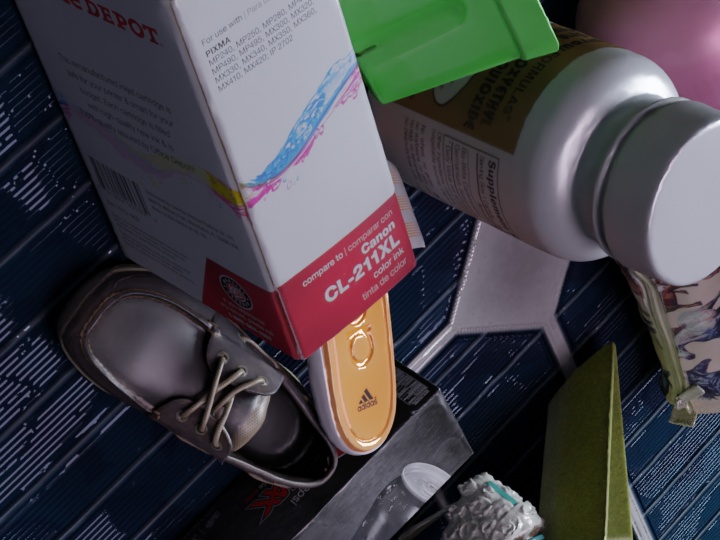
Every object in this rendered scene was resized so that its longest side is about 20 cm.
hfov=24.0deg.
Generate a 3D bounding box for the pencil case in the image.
[{"bbox_3d":[0.219,0.019,1.145,0.089,0.078,0.200,-64,143,-30],"label":"pencil case"}]

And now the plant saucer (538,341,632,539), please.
[{"bbox_3d":[0.151,0.184,1.135,0.200,0.048,0.200,-77,161,-52],"label":"plant saucer"}]

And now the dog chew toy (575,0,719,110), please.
[{"bbox_3d":[0.211,-0.107,1.013,0.125,0.125,0.200,-41,117,-19],"label":"dog chew toy"}]

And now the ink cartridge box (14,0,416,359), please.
[{"bbox_3d":[-0.069,-0.078,0.771,0.083,0.146,0.200,-38,133,-24],"label":"ink cartridge box"}]

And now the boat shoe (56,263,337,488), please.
[{"bbox_3d":[-0.074,0.059,0.894,0.200,0.073,0.075,35,87,-47],"label":"boat shoe"}]

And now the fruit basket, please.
[{"bbox_3d":[0.040,-0.212,0.815,0.215,0.156,0.216,-15,131,-18],"label":"fruit basket"}]

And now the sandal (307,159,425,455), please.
[{"bbox_3d":[0.005,-0.002,0.908,0.079,0.059,0.207,-24,107,-48],"label":"sandal"}]

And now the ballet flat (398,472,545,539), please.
[{"bbox_3d":[0.041,0.201,1.079,0.072,0.072,0.200,7,131,-45],"label":"ballet flat"}]

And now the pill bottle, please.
[{"bbox_3d":[0.107,-0.069,0.901,0.114,0.200,0.114,-22,125,-34],"label":"pill bottle"}]

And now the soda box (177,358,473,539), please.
[{"bbox_3d":[-0.029,0.143,0.990,0.200,0.063,0.071,-44,135,-16],"label":"soda box"}]
